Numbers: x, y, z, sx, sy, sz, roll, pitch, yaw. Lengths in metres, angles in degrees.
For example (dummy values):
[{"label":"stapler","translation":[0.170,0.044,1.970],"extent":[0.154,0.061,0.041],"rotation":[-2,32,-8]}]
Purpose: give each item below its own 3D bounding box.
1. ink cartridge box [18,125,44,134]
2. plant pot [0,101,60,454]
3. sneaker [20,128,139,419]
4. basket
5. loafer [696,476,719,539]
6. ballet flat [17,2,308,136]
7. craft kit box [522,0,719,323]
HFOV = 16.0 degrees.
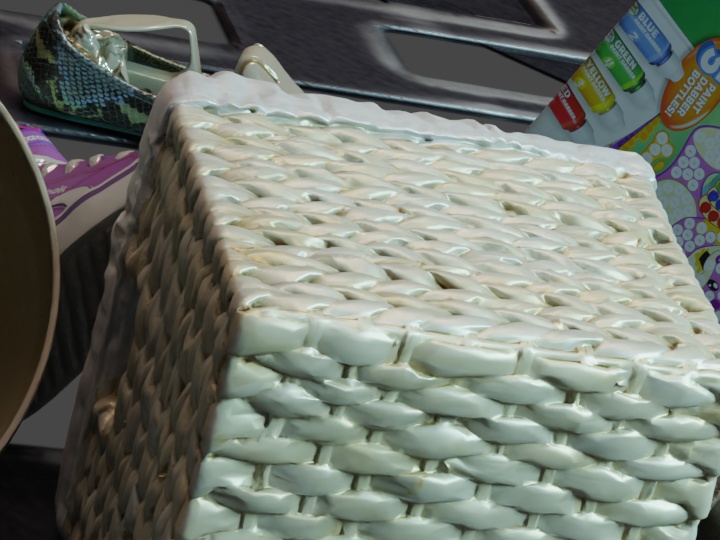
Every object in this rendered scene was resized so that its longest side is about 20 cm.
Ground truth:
[{"label":"ink cartridge box","translation":[-0.200,-0.041,1.213],"extent":[0.198,0.037,0.095],"rotation":[9,25,-20]},{"label":"plant pot","translation":[-0.208,0.014,0.931],"extent":[0.199,0.202,0.134],"rotation":[14,-12,-3]},{"label":"sneaker","translation":[-0.109,-0.030,1.013],"extent":[0.073,0.200,0.115],"rotation":[36,33,-43]},{"label":"basket","translation":[0.007,0.061,0.915],"extent":[0.198,0.199,0.161],"rotation":[9,26,-16]},{"label":"loafer","translation":[0.168,0.104,1.002],"extent":[0.071,0.073,0.200],"rotation":[47,8,33]},{"label":"ballet flat","translation":[-0.083,-0.094,1.360],"extent":[0.198,0.075,0.074],"rotation":[14,24,-4]},{"label":"craft kit box","translation":[0.177,-0.032,1.146],"extent":[0.198,0.200,0.048],"rotation":[47,32,11]}]
